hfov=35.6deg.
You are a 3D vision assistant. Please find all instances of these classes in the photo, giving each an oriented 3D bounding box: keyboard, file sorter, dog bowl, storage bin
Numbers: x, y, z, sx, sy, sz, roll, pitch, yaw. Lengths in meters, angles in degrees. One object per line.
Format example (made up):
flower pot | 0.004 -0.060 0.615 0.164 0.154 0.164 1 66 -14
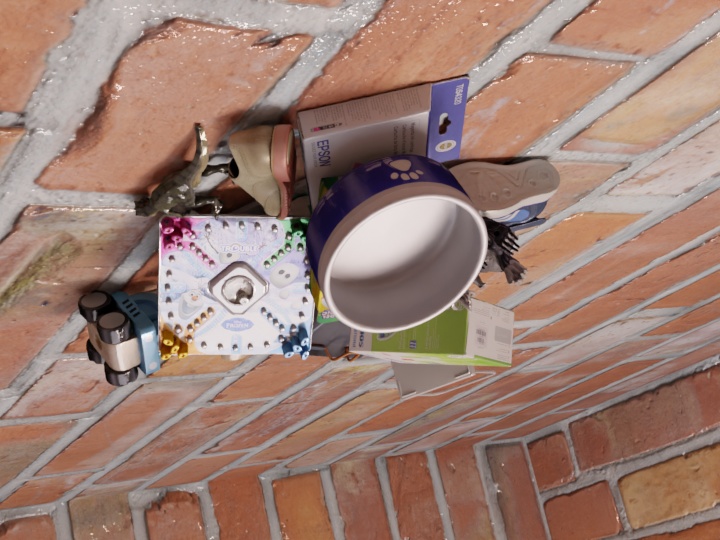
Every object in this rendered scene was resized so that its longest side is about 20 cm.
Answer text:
keyboard | -0.113 -0.083 1.437 0.198 0.011 0.056 -22 161 24
file sorter | 0.128 0.099 1.865 0.138 0.203 0.124 -23 162 29
dog bowl | 0.040 -0.029 1.270 0.197 0.079 0.202 -14 135 -14
storage bin | -0.021 0.056 1.746 0.134 0.147 0.199 -36 154 30

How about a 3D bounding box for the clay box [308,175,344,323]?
clay box | 0.001 -0.026 1.348 0.113 0.048 0.202 -8 136 -19

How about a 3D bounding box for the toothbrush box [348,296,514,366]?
toothbrush box | 0.104 0.089 1.635 0.198 0.087 0.145 1 170 34

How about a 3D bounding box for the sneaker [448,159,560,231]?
sneaker | 0.164 -0.084 1.524 0.198 0.081 0.147 -11 159 -27

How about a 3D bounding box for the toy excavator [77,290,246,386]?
toy excavator | -0.275 0.084 1.592 0.198 0.194 0.101 -23 129 -27

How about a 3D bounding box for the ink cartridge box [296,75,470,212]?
ink cartridge box | 0.030 -0.140 1.301 0.197 0.044 0.197 -12 158 -2

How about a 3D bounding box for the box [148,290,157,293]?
box | -0.250 0.062 1.742 0.142 0.037 0.200 -13 164 -1

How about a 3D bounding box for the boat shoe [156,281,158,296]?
boat shoe | -0.195 0.006 1.546 0.198 0.073 0.072 -22 166 32

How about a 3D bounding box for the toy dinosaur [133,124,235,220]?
toy dinosaur | -0.189 -0.099 1.278 0.087 0.048 0.200 7 151 -33

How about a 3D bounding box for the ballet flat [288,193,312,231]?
ballet flat | -0.088 -0.015 1.462 0.069 0.070 0.201 -6 146 -23

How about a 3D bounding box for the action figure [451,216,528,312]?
action figure | 0.153 -0.003 1.492 0.118 0.103 0.200 -34 171 -7

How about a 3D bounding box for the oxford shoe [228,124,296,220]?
oxford shoe | -0.111 -0.115 1.273 0.073 0.072 0.200 5 159 0

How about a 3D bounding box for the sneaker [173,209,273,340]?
sneaker | -0.173 0.015 1.445 0.144 0.077 0.204 6 126 -9

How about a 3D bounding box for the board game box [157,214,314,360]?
board game box | -0.151 0.026 1.396 0.197 0.026 0.202 0 121 -11

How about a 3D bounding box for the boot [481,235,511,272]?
boot | 0.164 0.003 1.739 0.130 0.070 0.201 -6 144 -23
